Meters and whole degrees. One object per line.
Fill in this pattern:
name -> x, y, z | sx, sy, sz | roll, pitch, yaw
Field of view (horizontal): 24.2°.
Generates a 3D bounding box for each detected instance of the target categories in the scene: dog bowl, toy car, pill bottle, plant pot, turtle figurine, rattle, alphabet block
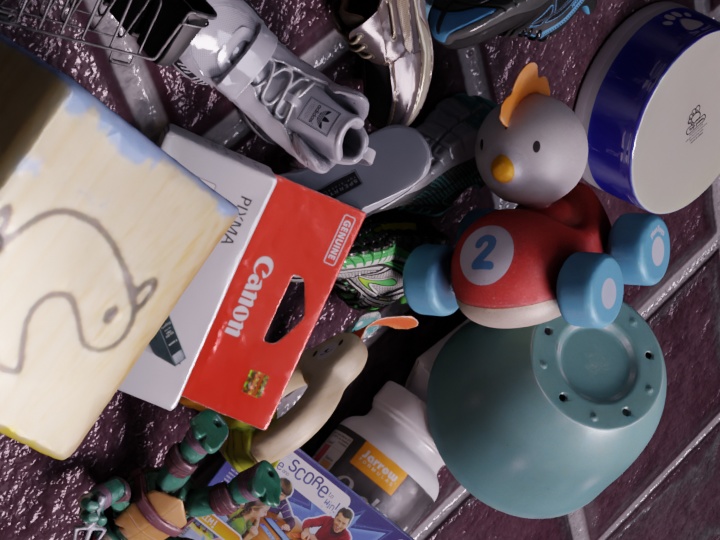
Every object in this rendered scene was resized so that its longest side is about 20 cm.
dog bowl -> 0.304, -0.161, 1.673 | 0.200, 0.079, 0.201 | -28, 134, -34
toy car -> 0.136, -0.070, 1.397 | 0.177, 0.184, 0.201 | -33, 118, -48
pill bottle -> 0.000, 0.209, 1.557 | 0.200, 0.116, 0.116 | -51, 142, -9
plant pot -> 0.178, 0.102, 1.485 | 0.200, 0.201, 0.161 | -35, 173, -27
turtle figurine -> -0.166, 0.202, 1.368 | 0.200, 0.101, 0.150 | -39, 124, 22
rattle -> -0.066, 0.062, 1.412 | 0.200, 0.143, 0.130 | -43, -174, -6
alphabet block -> -0.237, -0.032, 1.060 | 0.200, 0.196, 0.195 | -56, 141, -3

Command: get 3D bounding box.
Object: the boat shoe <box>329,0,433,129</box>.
boat shoe -> 0.011, -0.205, 1.331 | 0.073, 0.074, 0.201 | -14, 118, -28

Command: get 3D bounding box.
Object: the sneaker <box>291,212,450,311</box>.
sneaker -> 0.000, 0.000, 1.444 | 0.200, 0.078, 0.086 | 1, 114, -49

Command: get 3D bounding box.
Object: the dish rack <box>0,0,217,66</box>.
dish rack -> -0.202, -0.192, 1.030 | 0.200, 0.153, 0.055 | 8, 121, -49

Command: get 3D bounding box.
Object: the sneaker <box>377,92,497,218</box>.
sneaker -> 0.051, -0.077, 1.455 | 0.200, 0.078, 0.092 | -26, 137, -33

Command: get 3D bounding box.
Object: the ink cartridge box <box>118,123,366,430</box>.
ink cartridge box -> -0.109, 0.014, 1.285 | 0.173, 0.044, 0.201 | 23, 99, -13

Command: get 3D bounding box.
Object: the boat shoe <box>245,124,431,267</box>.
boat shoe -> -0.035, -0.056, 1.349 | 0.199, 0.074, 0.068 | -30, 170, 0

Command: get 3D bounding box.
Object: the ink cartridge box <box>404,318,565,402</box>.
ink cartridge box -> 0.163, 0.100, 1.629 | 0.200, 0.146, 0.084 | -36, 164, -25

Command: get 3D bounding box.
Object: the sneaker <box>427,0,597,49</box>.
sneaker -> 0.137, -0.218, 1.388 | 0.200, 0.073, 0.082 | -31, 135, -31

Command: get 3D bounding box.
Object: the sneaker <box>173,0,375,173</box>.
sneaker -> -0.062, -0.141, 1.245 | 0.075, 0.115, 0.200 | -54, 143, -6

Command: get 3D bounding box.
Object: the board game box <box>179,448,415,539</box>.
board game box -> -0.052, 0.242, 1.470 | 0.136, 0.200, 0.034 | -51, 180, -9

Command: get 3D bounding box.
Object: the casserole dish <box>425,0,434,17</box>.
casserole dish -> 0.101, -0.280, 1.397 | 0.121, 0.039, 0.201 | 28, 94, -53
